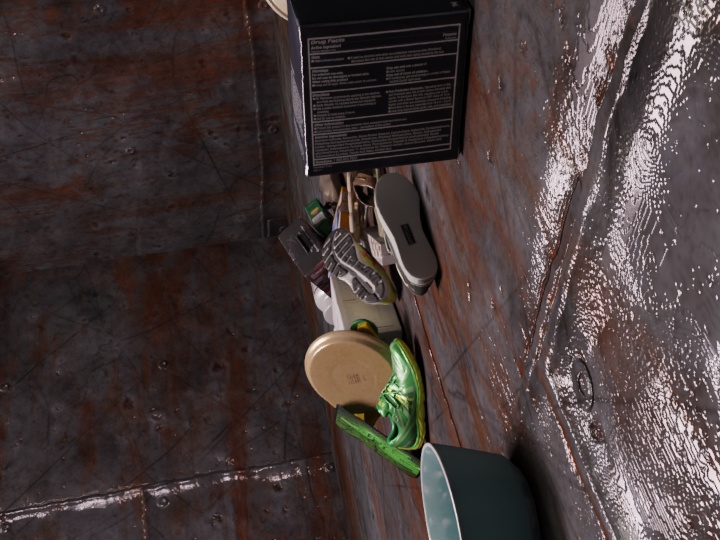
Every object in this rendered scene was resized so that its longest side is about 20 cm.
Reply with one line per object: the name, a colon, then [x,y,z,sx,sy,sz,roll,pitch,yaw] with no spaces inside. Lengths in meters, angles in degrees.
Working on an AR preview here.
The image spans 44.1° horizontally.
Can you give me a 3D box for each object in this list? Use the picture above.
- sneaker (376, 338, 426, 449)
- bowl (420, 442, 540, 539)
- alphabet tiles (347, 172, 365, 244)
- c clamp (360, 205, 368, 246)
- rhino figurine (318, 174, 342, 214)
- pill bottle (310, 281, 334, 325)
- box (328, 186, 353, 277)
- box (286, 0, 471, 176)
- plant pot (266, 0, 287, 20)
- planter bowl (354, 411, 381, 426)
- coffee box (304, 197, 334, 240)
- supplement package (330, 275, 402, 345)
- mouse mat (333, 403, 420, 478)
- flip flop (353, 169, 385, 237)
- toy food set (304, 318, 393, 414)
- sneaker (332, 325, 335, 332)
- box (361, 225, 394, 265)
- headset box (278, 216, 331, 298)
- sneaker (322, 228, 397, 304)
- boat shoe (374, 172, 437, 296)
sneaker: [0.069,0.221,1.558,0.074,0.082,0.204,-135,38,-77]
bowl: [0.143,0.294,1.039,0.201,0.103,0.205,172,90,-81]
alphabet tiles: [-0.006,-0.160,1.750,0.196,0.014,0.203,-74,-18,-69]
c clamp: [-0.009,-0.043,1.933,0.200,0.027,0.174,152,129,-79]
rhino figurine: [-0.067,-0.190,2.187,0.088,0.059,0.202,86,170,-45]
pill bottle: [-0.068,0.037,2.235,0.113,0.110,0.202,90,169,-45]
box: [-0.039,-0.076,1.948,0.202,0.041,0.120,-85,9,-49]
box: [0.018,-0.238,1.063,0.124,0.196,0.200,-106,12,-46]
plant pot: [-0.052,-0.506,1.414,0.183,0.197,0.204,-172,74,-69]
planter bowl: [0.026,0.238,1.869,0.200,0.082,0.204,172,90,-82]
coffee box: [-0.074,-0.102,2.184,0.123,0.044,0.200,48,-176,-19]
supplement package: [0.010,0.104,1.752,0.201,0.112,0.111,-107,12,-54]
mouse mat: [0.032,0.327,1.694,0.008,0.198,0.161,-54,-10,-21]
flip flop: [0.017,-0.146,1.640,0.082,0.057,0.203,95,166,-57]
toy food set: [-0.006,0.185,1.641,0.201,0.196,0.049,55,-150,-22]
sneaker: [-0.003,0.075,1.976,0.079,0.078,0.202,105,-179,-52]
box: [0.038,-0.049,1.660,0.200,0.041,0.039,-133,36,-75]
headset box: [-0.097,-0.023,2.077,0.149,0.075,0.200,53,-173,38]
sneaker: [0.000,0.000,1.692,0.090,0.078,0.201,21,-154,-52]
boat shoe: [0.064,-0.056,1.363,0.064,0.069,0.203,98,160,-59]
